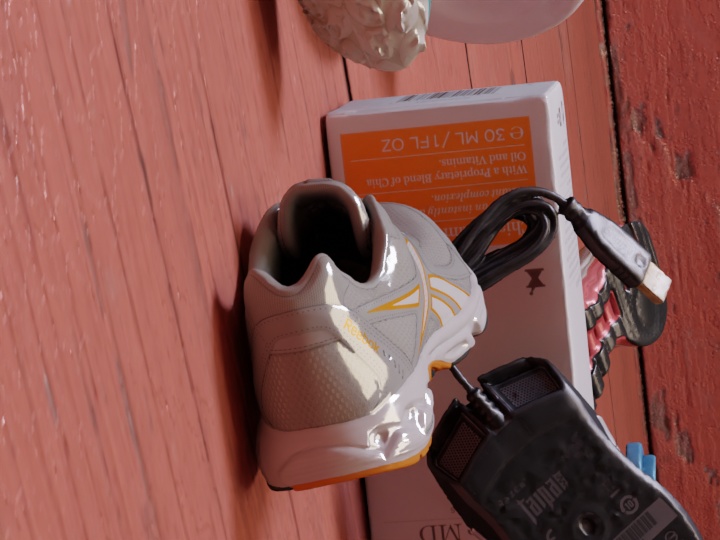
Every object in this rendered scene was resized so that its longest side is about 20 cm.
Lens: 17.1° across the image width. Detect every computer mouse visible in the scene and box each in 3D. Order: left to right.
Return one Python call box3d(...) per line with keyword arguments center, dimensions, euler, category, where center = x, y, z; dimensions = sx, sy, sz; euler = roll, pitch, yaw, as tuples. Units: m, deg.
box3d(center=(0.089, 0.061, 1.012), dimensions=(0.200, 0.140, 0.046), euler=(44, -6, -9), category="computer mouse")

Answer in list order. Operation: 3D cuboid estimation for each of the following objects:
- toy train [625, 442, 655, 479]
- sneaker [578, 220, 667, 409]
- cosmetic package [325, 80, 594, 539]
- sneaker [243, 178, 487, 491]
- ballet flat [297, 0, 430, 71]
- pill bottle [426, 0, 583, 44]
box3d(center=(0.096, 0.127, 1.257), dimensions=(0.200, 0.115, 0.085), euler=(-3, 88, -81), category="toy train")
box3d(center=(0.109, 0.027, 1.376), dimensions=(0.200, 0.087, 0.074), euler=(-42, 120, -51), category="sneaker")
box3d(center=(0.048, 0.022, 1.069), dimensions=(0.071, 0.101, 0.201), euler=(-44, 128, -77), category="cosmetic package")
box3d(center=(0.000, 0.000, 0.886), dimensions=(0.200, 0.075, 0.092), euler=(-74, 153, -68), category="sneaker")
box3d(center=(-0.021, -0.173, 0.914), dimensions=(0.072, 0.071, 0.201), euler=(-41, 123, -79), category="ballet flat")
box3d(center=(0.063, -0.229, 1.252), dimensions=(0.114, 0.114, 0.201), euler=(69, 18, -59), category="pill bottle")
